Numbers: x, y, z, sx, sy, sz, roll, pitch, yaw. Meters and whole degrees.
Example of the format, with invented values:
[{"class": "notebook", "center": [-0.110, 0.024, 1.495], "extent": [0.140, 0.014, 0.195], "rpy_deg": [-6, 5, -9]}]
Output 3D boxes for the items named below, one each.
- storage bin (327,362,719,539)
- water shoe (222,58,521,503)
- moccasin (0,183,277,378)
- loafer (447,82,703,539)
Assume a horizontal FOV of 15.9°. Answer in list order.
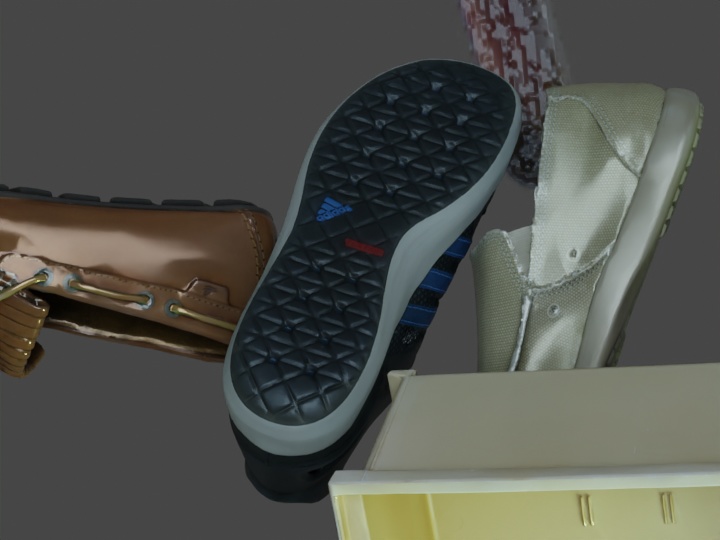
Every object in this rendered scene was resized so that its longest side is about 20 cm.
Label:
[{"class": "storage bin", "center": [0.109, 0.135, 0.925], "extent": [0.200, 0.094, 0.199], "rpy_deg": [-3, 115, 14]}, {"class": "water shoe", "center": [0.000, 0.000, 1.004], "extent": [0.071, 0.079, 0.200], "rpy_deg": [24, 55, 13]}, {"class": "moccasin", "center": [-0.132, 0.011, 0.999], "extent": [0.201, 0.074, 0.078], "rpy_deg": [4, 76, -13]}, {"class": "loafer", "center": [0.071, 0.016, 1.007], "extent": [0.068, 0.076, 0.200], "rpy_deg": [22, 86, 10]}]
